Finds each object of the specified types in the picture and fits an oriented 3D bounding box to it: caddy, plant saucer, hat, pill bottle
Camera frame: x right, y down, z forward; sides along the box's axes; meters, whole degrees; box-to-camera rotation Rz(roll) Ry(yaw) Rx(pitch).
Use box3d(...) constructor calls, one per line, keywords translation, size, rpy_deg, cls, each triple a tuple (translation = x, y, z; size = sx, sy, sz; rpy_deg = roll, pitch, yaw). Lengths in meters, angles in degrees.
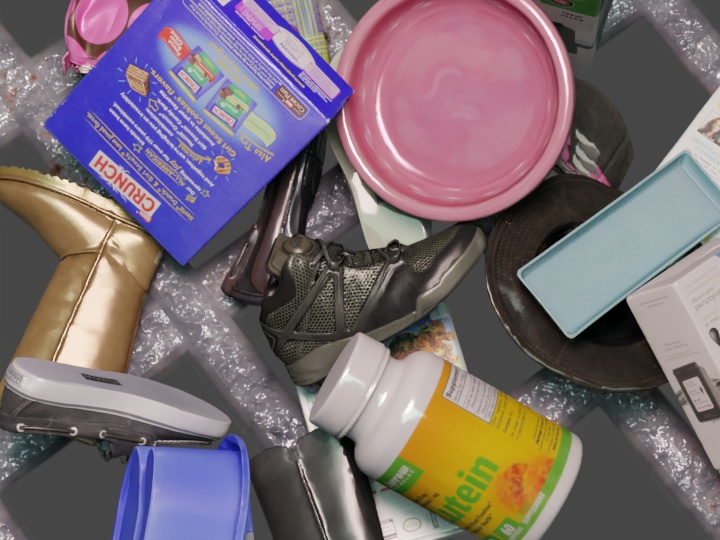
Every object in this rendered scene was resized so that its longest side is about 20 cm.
box3d(translation=(-0.135, 0.225, 1.540), size=(0.105, 0.141, 0.200), rpy_deg=(12, 83, -16), cls="caddy")
box3d(translation=(0.079, -0.140, 1.585), size=(0.200, 0.051, 0.201), rpy_deg=(1, 93, 19), cls="plant saucer")
box3d(translation=(0.217, -0.021, 1.588), size=(0.200, 0.019, 0.070), rpy_deg=(-35, 80, -25), cls="plant saucer")
box3d(translation=(0.189, 0.023, 1.617), size=(0.201, 0.081, 0.201), rpy_deg=(6, 66, -13), cls="hat")
box3d(translation=(0.065, 0.133, 1.544), size=(0.200, 0.111, 0.111), rpy_deg=(30, 77, -6), cls="pill bottle")

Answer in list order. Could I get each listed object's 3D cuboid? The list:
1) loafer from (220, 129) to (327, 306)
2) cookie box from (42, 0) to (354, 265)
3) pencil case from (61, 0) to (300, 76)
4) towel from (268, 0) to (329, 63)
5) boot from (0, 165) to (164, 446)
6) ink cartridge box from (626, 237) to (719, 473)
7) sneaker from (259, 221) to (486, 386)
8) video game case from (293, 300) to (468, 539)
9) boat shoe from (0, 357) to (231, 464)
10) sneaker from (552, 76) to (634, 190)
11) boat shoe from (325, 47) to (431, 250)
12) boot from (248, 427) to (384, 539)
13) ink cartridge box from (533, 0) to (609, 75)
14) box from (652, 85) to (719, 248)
box3d(translation=(-0.072, -0.066, 1.665), size=(0.063, 0.072, 0.200), rpy_deg=(9, 78, 9), cls="loafer")
box3d(translation=(-0.135, -0.133, 1.594), size=(0.171, 0.075, 0.200), rpy_deg=(45, 122, -5), cls="cookie box")
box3d(translation=(-0.153, -0.187, 1.668), size=(0.200, 0.091, 0.094), rpy_deg=(13, 52, 17), cls="pencil case")
box3d(translation=(-0.110, -0.242, 1.738), size=(0.144, 0.023, 0.200), rpy_deg=(-13, 75, -2), cls="towel")
box3d(translation=(-0.264, 0.026, 1.647), size=(0.175, 0.066, 0.200), rpy_deg=(19, 77, 8), cls="boot")
box3d(translation=(0.313, 0.078, 1.563), size=(0.116, 0.067, 0.200), rpy_deg=(-31, 94, -33), cls="ink cartridge box")
box3d(translation=(0.000, 0.000, 1.584), size=(0.199, 0.076, 0.114), rpy_deg=(-31, 105, 15), cls="sneaker")
box3d(translation=(0.030, 0.132, 1.631), size=(0.143, 0.018, 0.200), rpy_deg=(-16, 75, -2), cls="video game case")
box3d(translation=(-0.202, 0.124, 1.587), size=(0.200, 0.070, 0.066), rpy_deg=(14, 103, -35), cls="boat shoe")
box3d(translation=(0.147, -0.136, 1.676), size=(0.200, 0.086, 0.080), rpy_deg=(46, 63, -7), cls="sneaker")
box3d(translation=(0.016, -0.092, 1.667), size=(0.070, 0.072, 0.201), rpy_deg=(-15, 81, 6), cls="boat shoe")
box3d(translation=(-0.056, 0.242, 1.571), size=(0.165, 0.066, 0.200), rpy_deg=(-19, 77, 3), cls="boot")
box3d(translation=(0.141, -0.249, 1.640), size=(0.147, 0.200, 0.083), rpy_deg=(18, 79, 8), cls="ink cartridge box")
box3d(translation=(0.322, -0.107, 1.670), size=(0.082, 0.049, 0.200), rpy_deg=(37, 79, 11), cls="box")
